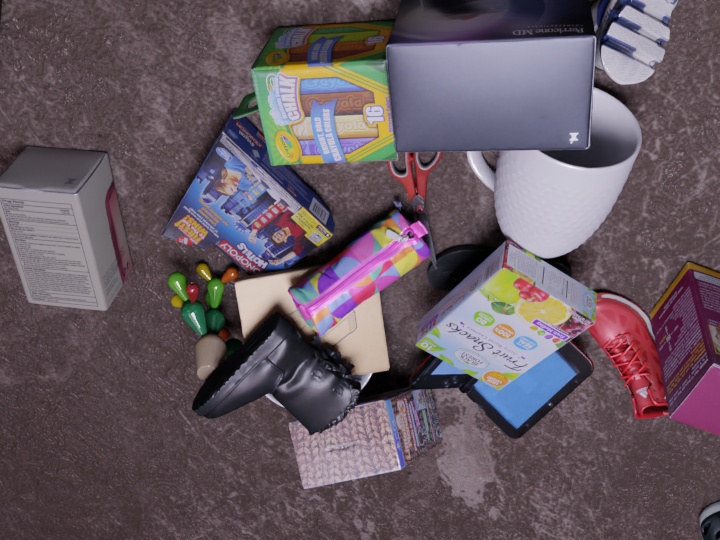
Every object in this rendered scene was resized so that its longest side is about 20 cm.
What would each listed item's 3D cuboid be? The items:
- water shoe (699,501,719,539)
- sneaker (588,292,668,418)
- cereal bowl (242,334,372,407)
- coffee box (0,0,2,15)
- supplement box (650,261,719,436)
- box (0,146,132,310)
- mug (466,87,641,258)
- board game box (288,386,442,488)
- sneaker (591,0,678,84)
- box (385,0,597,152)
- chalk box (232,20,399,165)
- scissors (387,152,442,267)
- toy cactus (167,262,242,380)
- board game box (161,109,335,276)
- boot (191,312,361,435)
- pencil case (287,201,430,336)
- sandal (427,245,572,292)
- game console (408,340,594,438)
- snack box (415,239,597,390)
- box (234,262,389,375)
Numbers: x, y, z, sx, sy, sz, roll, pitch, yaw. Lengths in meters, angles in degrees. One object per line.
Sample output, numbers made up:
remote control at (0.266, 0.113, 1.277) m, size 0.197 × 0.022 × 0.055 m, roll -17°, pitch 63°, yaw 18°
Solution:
water shoe at (0.637, 0.392, 1.308) m, size 0.071 × 0.079 × 0.200 m, roll 35°, pitch 126°, yaw -17°
sneaker at (0.377, 0.124, 1.131) m, size 0.199 × 0.116 × 0.078 m, roll 39°, pitch 125°, yaw -18°
cereal bowl at (-0.074, 0.099, 1.202) m, size 0.197 × 0.083 × 0.203 m, roll -2°, pitch 100°, yaw -9°
coffee box at (-0.516, -0.290, 1.018) m, size 0.113 × 0.080 × 0.201 m, roll 22°, pitch 128°, yaw -6°
supplement box at (0.461, 0.104, 1.045) m, size 0.129 × 0.201 × 0.104 m, roll 20°, pitch 129°, yaw -3°
box at (-0.413, -0.058, 1.157) m, size 0.126 × 0.110 × 0.202 m, roll 6°, pitch 128°, yaw 7°
mug at (0.210, -0.119, 0.976) m, size 0.199 × 0.147 × 0.177 m, roll 36°, pitch 145°, yaw 21°
board game box at (0.014, 0.243, 1.236) m, size 0.158 × 0.199 × 0.098 m, roll -17°, pitch 84°, yaw 23°
sneaker at (0.291, -0.291, 0.856) m, size 0.080 × 0.115 × 0.201 m, roll 27°, pitch 99°, yaw -12°
box at (0.139, -0.224, 0.860) m, size 0.197 × 0.200 × 0.125 m, roll 0°, pitch 128°, yaw 11°
chalk box at (-0.052, -0.207, 0.959) m, size 0.197 × 0.126 × 0.125 m, roll 0°, pitch 128°, yaw 10°
scissors at (0.070, -0.093, 1.086) m, size 0.072 × 0.014 × 0.202 m, roll 2°, pitch 124°, yaw 5°
toy cactus at (-0.205, 0.088, 1.196) m, size 0.101 × 0.166 × 0.201 m, roll -19°, pitch 129°, yaw 12°
board game box at (-0.167, -0.080, 1.121) m, size 0.199 × 0.062 × 0.200 m, roll -32°, pitch 116°, yaw 32°
boot at (-0.108, 0.165, 1.111) m, size 0.198 × 0.074 × 0.162 m, roll -43°, pitch 112°, yaw 13°
pencil case at (0.000, 0.000, 1.087) m, size 0.199 × 0.088 × 0.089 m, roll -38°, pitch 116°, yaw 0°
sandal at (0.188, 0.008, 1.123) m, size 0.197 × 0.048 × 0.076 m, roll 1°, pitch 127°, yaw 12°
game console at (0.197, 0.149, 1.178) m, size 0.171 × 0.120 × 0.201 m, roll 4°, pitch 137°, yaw -37°
snack box at (0.182, 0.064, 1.048) m, size 0.141 × 0.053 × 0.200 m, roll 30°, pitch 137°, yaw -13°
box at (-0.066, 0.075, 1.145) m, size 0.197 × 0.021 × 0.166 m, roll -9°, pitch 102°, yaw -6°
